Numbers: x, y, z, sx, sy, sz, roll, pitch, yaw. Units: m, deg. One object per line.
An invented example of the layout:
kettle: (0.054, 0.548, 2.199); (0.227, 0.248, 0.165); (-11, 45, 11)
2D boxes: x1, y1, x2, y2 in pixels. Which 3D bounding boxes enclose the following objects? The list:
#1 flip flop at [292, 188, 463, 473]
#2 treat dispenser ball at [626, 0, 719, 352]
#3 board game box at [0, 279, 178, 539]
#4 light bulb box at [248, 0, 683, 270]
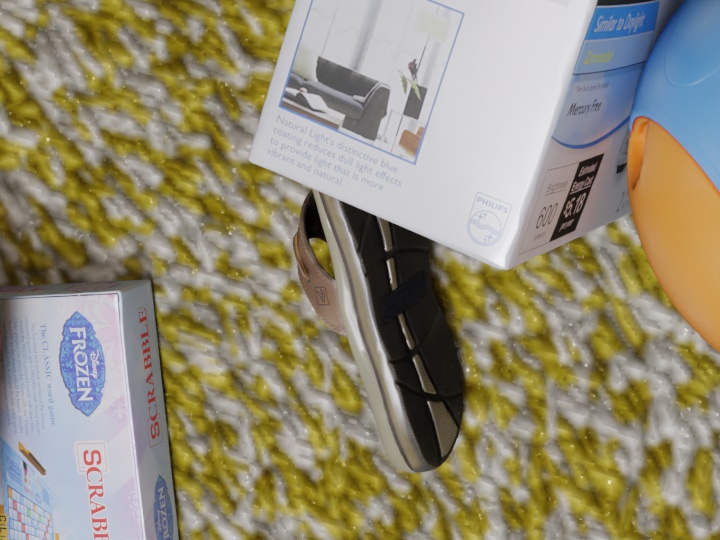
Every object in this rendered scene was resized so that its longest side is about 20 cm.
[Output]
flip flop: (0.000, 0.000, 1.093); (0.057, 0.081, 0.201); (-6, 103, 35)
treat dispenser ball: (0.208, -0.046, 0.934); (0.200, 0.201, 0.202); (4, 101, 19)
board game box: (-0.194, 0.109, 1.194); (0.199, 0.041, 0.201); (-2, 99, 21)
light bulb box: (0.069, -0.126, 0.970); (0.124, 0.198, 0.201); (23, 107, 17)
